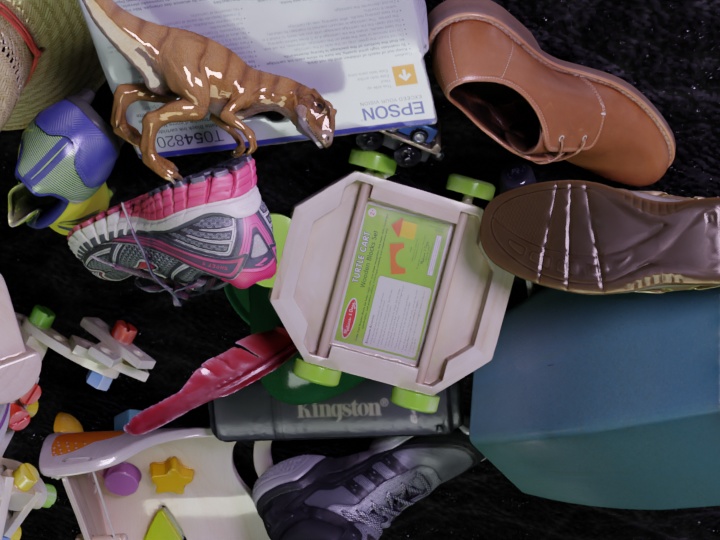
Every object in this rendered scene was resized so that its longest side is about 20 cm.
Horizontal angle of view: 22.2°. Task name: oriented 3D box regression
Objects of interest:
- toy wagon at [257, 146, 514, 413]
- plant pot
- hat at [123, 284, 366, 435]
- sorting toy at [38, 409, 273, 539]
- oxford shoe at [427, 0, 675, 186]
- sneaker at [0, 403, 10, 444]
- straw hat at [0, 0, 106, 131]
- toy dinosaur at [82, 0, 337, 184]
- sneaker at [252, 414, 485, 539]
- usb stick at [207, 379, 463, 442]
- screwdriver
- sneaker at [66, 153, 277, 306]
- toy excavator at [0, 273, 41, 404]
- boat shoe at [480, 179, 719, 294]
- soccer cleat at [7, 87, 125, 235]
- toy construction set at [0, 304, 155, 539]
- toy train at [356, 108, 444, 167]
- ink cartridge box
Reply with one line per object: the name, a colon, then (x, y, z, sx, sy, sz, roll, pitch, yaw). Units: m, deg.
toy wagon: (0.000, 0.000, 1.206, 0.198, 0.157, 0.040, 15, -178, -7)
plant pot: (0.184, 0.082, 1.273, 0.198, 0.143, 0.141, -14, 142, 30)
hat: (-0.033, 0.079, 1.270, 0.198, 0.177, 0.166, -3, 140, 12)
sorting toy: (-0.148, 0.180, 1.487, 0.178, 0.107, 0.201, -9, 131, 1)
oxford shoe: (0.118, -0.089, 1.125, 0.199, 0.072, 0.071, 24, 137, -31)
sneaker: (-0.306, 0.063, 1.305, 0.099, 0.203, 0.075, -11, 171, 31)
straw hat: (-0.244, -0.125, 1.123, 0.198, 0.086, 0.202, 5, 142, 4)
toy dinosaur: (-0.109, -0.117, 1.053, 0.199, 0.061, 0.107, 27, 105, -20)
sneaker: (0.015, 0.189, 1.433, 0.198, 0.115, 0.076, -18, 138, 8)
usb stick: (-0.020, 0.101, 1.400, 0.197, 0.056, 0.033, -3, 180, 11)
screwdriver: (0.112, -0.006, 1.266, 0.029, 0.028, 0.201, -34, 146, -19)
sneaker: (-0.121, -0.014, 1.153, 0.199, 0.080, 0.075, -13, 99, 59)
toy excavator: (-0.298, -0.016, 1.207, 0.198, 0.197, 0.100, 8, -177, -26)
boat shoe: (0.177, -0.016, 1.175, 0.198, 0.075, 0.066, 6, 174, 11)
soccer cleat: (-0.198, -0.055, 1.166, 0.065, 0.084, 0.200, 45, 162, 0)
toy construction set: (-0.247, 0.105, 1.355, 0.201, 0.131, 0.092, -52, 138, -1)
toy train: (-0.030, -0.118, 1.145, 0.198, 0.034, 0.046, 22, 127, -17)
ink cartridge box: (-0.066, -0.165, 1.057, 0.197, 0.041, 0.201, -5, 128, 13)
